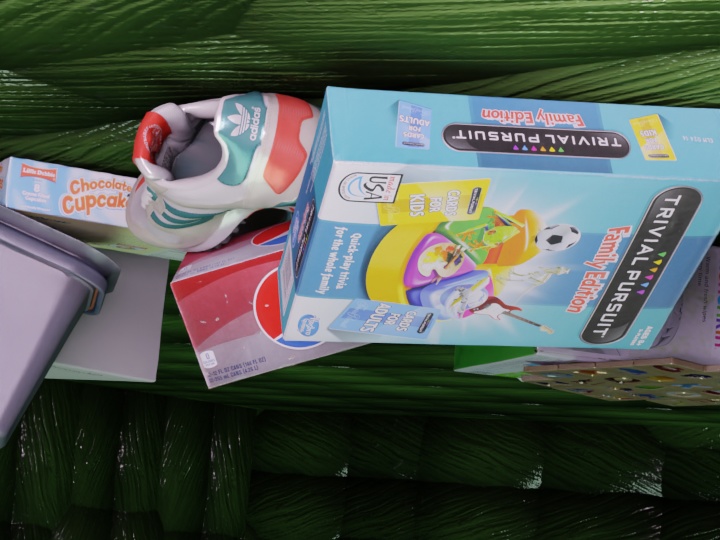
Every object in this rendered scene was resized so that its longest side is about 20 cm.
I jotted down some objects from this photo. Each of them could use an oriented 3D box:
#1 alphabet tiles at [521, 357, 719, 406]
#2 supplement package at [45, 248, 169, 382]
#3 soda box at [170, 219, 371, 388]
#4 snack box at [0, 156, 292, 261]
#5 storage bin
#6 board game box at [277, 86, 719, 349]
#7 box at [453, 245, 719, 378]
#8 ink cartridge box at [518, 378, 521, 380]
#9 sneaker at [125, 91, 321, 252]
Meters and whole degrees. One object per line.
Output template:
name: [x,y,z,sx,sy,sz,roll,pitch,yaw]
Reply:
alphabet tiles: [0.216,0.078,1.269,0.166,0.006,0.199,15,166,-40]
supplement package: [-0.269,0.023,1.467,0.199,0.121,0.121,-1,169,36]
soda box: [0.000,0.000,1.022,0.199,0.070,0.063,-16,-164,8]
snack box: [-0.161,-0.038,1.257,0.199,0.037,0.116,9,171,-25]
storage bin: [-0.279,0.024,1.205,0.199,0.135,0.146,26,164,-6]
board game box: [0.069,-0.020,0.902,0.199,0.047,0.151,2,146,-11]
box: [0.181,0.035,1.342,0.175,0.097,0.200,6,172,-12]
ink cartridge box: [0.244,0.097,1.951,0.175,0.045,0.200,4,173,13]
sneaker: [-0.088,-0.059,0.968,0.093,0.071,0.199,18,164,-33]
